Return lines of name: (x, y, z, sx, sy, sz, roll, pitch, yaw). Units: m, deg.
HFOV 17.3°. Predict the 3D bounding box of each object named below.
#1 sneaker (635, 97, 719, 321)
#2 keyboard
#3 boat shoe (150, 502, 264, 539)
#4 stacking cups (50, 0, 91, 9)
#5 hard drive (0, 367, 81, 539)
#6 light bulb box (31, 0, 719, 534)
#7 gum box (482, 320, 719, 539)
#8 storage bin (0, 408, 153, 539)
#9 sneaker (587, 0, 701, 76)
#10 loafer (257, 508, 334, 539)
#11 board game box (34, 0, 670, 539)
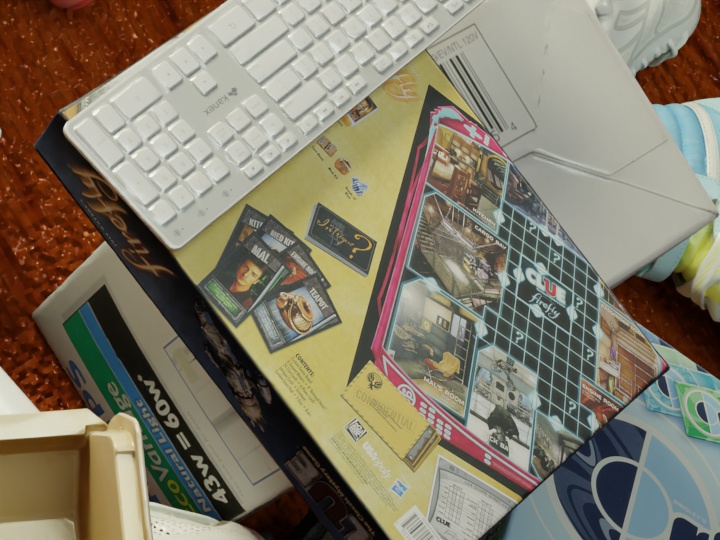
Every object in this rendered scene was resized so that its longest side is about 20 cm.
sneaker: (0.168, 0.005, 1.109, 0.130, 0.080, 0.201, -2, 56, -26)
keyboard: (-0.015, -0.082, 0.823, 0.200, 0.011, 0.056, -41, 91, -31)
boat shoe: (-0.131, 0.117, 0.927, 0.198, 0.069, 0.071, 8, 107, 2)
stacking cups: (-0.180, -0.178, 0.981, 0.200, 0.060, 0.061, 39, 59, -32)
hard drive: (-0.180, 0.083, 0.875, 0.132, 0.027, 0.200, -37, 69, -19)
light bulb box: (0.000, 0.000, 0.963, 0.198, 0.200, 0.125, -30, 87, -31)
gum box: (0.132, 0.126, 1.018, 0.169, 0.045, 0.201, 34, 42, -10)
storage bin: (-0.167, 0.147, 0.764, 0.199, 0.094, 0.200, -3, 75, -16)
sneaker: (0.123, -0.120, 1.142, 0.081, 0.075, 0.201, 38, 61, -21)
loafer: (-0.070, 0.155, 0.956, 0.063, 0.072, 0.200, 43, 62, -1)
board game box: (0.000, -0.004, 0.828, 0.135, 0.035, 0.200, -37, 89, -30)
